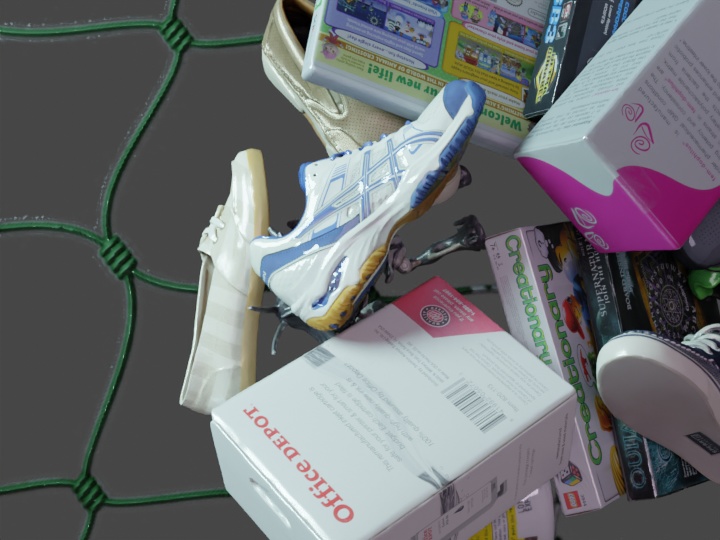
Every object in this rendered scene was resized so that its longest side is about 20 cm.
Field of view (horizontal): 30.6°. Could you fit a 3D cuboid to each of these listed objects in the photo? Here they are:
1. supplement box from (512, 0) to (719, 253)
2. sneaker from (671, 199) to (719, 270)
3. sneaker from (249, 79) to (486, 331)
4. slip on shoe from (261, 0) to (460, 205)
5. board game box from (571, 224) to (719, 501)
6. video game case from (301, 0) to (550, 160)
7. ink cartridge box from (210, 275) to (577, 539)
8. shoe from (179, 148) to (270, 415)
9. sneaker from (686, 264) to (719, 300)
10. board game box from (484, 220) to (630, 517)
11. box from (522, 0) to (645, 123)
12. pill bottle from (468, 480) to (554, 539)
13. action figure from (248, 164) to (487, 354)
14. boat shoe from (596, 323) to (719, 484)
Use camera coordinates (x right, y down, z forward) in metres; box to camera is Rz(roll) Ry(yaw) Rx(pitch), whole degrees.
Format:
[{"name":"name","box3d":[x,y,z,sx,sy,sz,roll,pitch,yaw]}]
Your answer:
[{"name":"supplement box","box3d":[0.214,-0.117,0.888,0.101,0.103,0.200,46,73,-15]},{"name":"sneaker","box3d":[0.297,-0.078,0.924,0.200,0.087,0.075,-42,100,-21]},{"name":"sneaker","box3d":[0.004,-0.061,0.885,0.088,0.075,0.201,36,79,9]},{"name":"slip on shoe","box3d":[-0.001,-0.127,0.962,0.075,0.061,0.200,-27,60,-25]},{"name":"board game box","box3d":[0.224,0.057,0.971,0.134,0.028,0.203,-5,82,-44]},{"name":"video game case","box3d":[0.064,-0.190,0.959,0.198,0.022,0.184,18,70,-20]},{"name":"ink cartridge box","box3d":[0.021,0.112,0.867,0.199,0.083,0.146,-30,50,-25]},{"name":"shoe","box3d":[-0.099,0.009,0.975,0.053,0.070,0.203,5,86,-11]},{"name":"sneaker","box3d":[0.329,0.031,0.985,0.198,0.078,0.086,29,66,2]},{"name":"board game box","box3d":[0.158,0.065,0.960,0.034,0.126,0.203,-19,85,33]},{"name":"box","box3d":[0.234,-0.178,0.977,0.196,0.050,0.203,17,82,-19]},{"name":"pill bottle","box3d":[0.033,0.169,0.947,0.197,0.109,0.111,-8,85,-4]},{"name":"action figure","box3d":[0.000,0.000,0.968,0.199,0.102,0.120,-30,89,-21]},{"name":"boat shoe","box3d":[0.228,0.070,0.910,0.200,0.074,0.094,39,48,-39]}]
